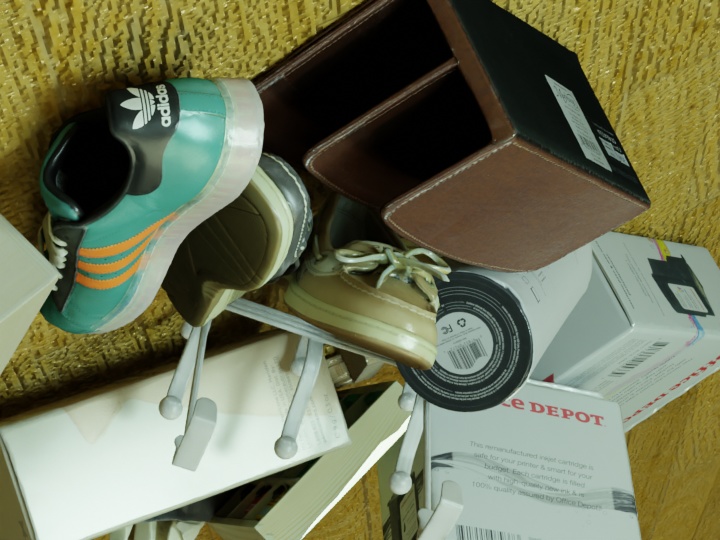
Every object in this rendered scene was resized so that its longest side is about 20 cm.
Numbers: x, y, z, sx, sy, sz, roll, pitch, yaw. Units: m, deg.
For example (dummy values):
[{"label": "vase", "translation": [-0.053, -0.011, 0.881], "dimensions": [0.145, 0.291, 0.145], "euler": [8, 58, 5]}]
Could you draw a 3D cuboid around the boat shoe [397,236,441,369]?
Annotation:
[{"label": "boat shoe", "translation": [0.036, 0.026, 1.484], "dimensions": [0.074, 0.066, 0.200], "euler": [-39, 157, 29]}]

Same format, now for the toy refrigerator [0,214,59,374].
[{"label": "toy refrigerator", "translation": [-0.223, 0.047, 1.187], "dimensions": [0.076, 0.070, 0.200], "euler": [-42, 173, -39]}]

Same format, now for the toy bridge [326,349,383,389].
[{"label": "toy bridge", "translation": [-0.076, 0.084, 1.548], "dimensions": [0.200, 0.027, 0.067], "euler": [-17, 160, -27]}]

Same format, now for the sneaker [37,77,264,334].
[{"label": "sneaker", "translation": [-0.123, -0.033, 1.148], "dimensions": [0.080, 0.071, 0.200], "euler": [5, 148, -30]}]

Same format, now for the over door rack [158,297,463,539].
[{"label": "over door rack", "translation": [-0.031, 0.083, 1.305], "dimensions": [0.148, 0.200, 0.067], "euler": [18, 109, -9]}]

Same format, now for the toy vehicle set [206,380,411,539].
[{"label": "toy vehicle set", "translation": [-0.032, 0.126, 1.546], "dimensions": [0.124, 0.027, 0.200], "euler": [-45, -175, -12]}]

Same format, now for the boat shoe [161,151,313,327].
[{"label": "boat shoe", "translation": [-0.058, -0.026, 1.228], "dimensions": [0.066, 0.072, 0.201], "euler": [-34, 176, -21]}]

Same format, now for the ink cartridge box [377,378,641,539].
[{"label": "ink cartridge box", "translation": [0.094, 0.168, 1.525], "dimensions": [0.145, 0.200, 0.083], "euler": [13, 136, -18]}]

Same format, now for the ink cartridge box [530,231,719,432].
[{"label": "ink cartridge box", "translation": [0.159, 0.048, 1.672], "dimensions": [0.146, 0.083, 0.200], "euler": [-37, 158, 25]}]

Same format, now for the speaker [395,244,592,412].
[{"label": "speaker", "translation": [0.079, 0.014, 1.388], "dimensions": [0.081, 0.081, 0.200], "euler": [-34, -176, 20]}]

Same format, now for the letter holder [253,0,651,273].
[{"label": "letter holder", "translation": [0.037, -0.055, 1.238], "dimensions": [0.142, 0.101, 0.200], "euler": [-31, 160, 18]}]

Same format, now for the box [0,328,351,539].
[{"label": "box", "translation": [-0.118, 0.098, 1.414], "dimensions": [0.200, 0.078, 0.095], "euler": [-18, -178, -24]}]

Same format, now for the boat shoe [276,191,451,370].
[{"label": "boat shoe", "translation": [0.000, 0.000, 1.260], "dimensions": [0.073, 0.200, 0.063], "euler": [25, 95, -20]}]

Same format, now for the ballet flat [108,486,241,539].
[{"label": "ballet flat", "translation": [-0.149, 0.153, 1.556], "dimensions": [0.073, 0.073, 0.200], "euler": [-38, 157, 28]}]
